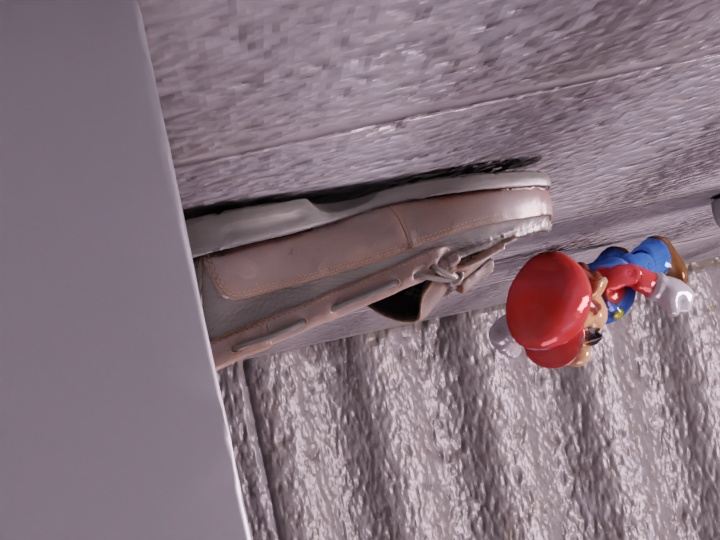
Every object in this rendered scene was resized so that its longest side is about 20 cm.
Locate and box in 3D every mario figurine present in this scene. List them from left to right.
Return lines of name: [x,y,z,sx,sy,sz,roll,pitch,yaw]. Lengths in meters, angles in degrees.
mario figurine: [0.184,0.036,1.745,0.200,0.106,0.123,-20,150,-53]

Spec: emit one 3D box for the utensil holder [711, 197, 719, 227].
utensil holder: [0.340,0.031,1.476,0.170,0.200,0.170,-12,176,-1]

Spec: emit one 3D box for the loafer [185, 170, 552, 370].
loafer: [0.000,0.000,0.911,0.200,0.063,0.072,-10,175,-35]

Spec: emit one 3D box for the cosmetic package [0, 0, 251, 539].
cosmetic package: [-0.147,0.052,0.406,0.200,0.166,0.167,-14,176,41]
